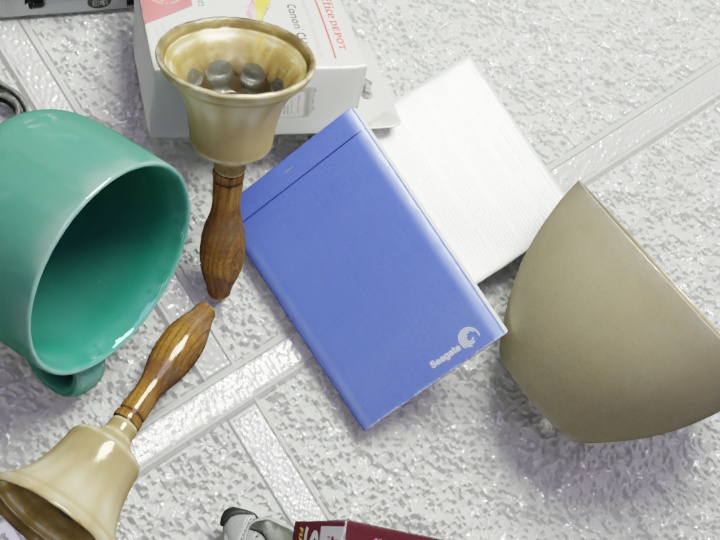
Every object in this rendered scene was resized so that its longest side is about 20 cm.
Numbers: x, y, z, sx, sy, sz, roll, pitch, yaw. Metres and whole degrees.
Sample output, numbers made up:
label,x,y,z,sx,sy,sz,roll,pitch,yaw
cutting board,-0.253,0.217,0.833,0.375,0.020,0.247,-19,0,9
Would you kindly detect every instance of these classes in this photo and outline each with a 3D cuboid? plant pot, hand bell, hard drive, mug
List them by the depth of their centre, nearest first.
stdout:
label,x,y,z,sx,sy,sz,roll,pitch,yaw
mug,-0.209,-0.013,0.747,0.114,0.152,0.186,30,96,19
hand bell,-0.157,0.099,0.796,0.104,0.104,0.201,36,56,-4
hand bell,-0.092,-0.061,0.798,0.103,0.202,0.105,6,37,-4
hard drive,0.000,0.000,0.856,0.131,0.025,0.201,-35,86,14
plant pot,0.184,0.051,0.864,0.134,0.200,0.201,-43,90,13

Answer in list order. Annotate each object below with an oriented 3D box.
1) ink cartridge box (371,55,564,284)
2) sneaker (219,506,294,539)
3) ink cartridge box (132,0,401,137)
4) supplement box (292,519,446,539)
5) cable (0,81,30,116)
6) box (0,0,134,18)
label,x,y,z,sx,sy,sz,roll,pitch,yaw
ink cartridge box,0.050,-0.056,0.920,0.199,0.050,0.162,-33,86,-12
sneaker,-0.102,0.225,0.779,0.198,0.075,0.117,-4,70,-28
ink cartridge box,-0.068,-0.165,0.874,0.197,0.068,0.117,-4,48,-18
supplement box,0.041,0.240,0.778,0.199,0.061,0.110,22,67,-36
cable,-0.339,-0.139,0.815,0.199,0.050,0.098,30,69,-6
box,-0.235,-0.262,0.878,0.198,0.060,0.118,-8,77,-19
